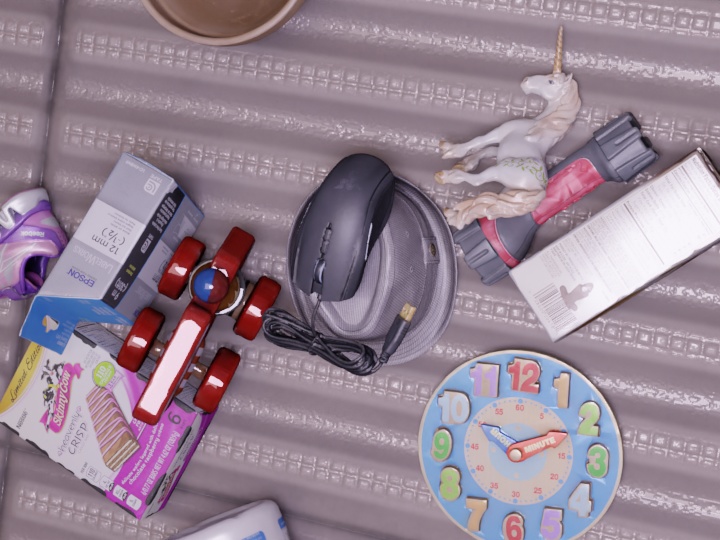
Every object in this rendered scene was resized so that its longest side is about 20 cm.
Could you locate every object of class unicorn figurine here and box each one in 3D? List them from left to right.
[{"bbox_3d":[0.140,-0.113,1.266,0.137,0.074,0.200,-15,51,18],"label":"unicorn figurine"}]

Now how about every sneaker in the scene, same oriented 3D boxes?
[{"bbox_3d":[-0.387,0.004,1.455,0.200,0.080,0.088,-41,89,15],"label":"sneaker"}]

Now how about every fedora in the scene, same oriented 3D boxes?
[{"bbox_3d":[0.000,0.000,1.324,0.177,0.090,0.200,2,95,17],"label":"fedora"}]

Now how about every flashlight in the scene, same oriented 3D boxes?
[{"bbox_3d":[0.183,-0.065,1.275,0.200,0.068,0.068,-34,87,17],"label":"flashlight"}]

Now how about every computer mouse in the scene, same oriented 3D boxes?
[{"bbox_3d":[-0.006,-0.004,1.251,0.140,0.046,0.200,26,92,22],"label":"computer mouse"}]

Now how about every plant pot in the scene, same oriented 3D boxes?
[{"bbox_3d":[-0.122,-0.318,1.340,0.201,0.093,0.201,1,93,17],"label":"plant pot"}]

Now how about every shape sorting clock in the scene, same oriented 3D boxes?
[{"bbox_3d":[0.152,0.175,1.316,0.200,0.039,0.200,1,94,17],"label":"shape sorting clock"}]

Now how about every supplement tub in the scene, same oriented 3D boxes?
[{"bbox_3d":[-0.109,0.342,1.360,0.132,0.132,0.200,-22,86,17],"label":"supplement tub"}]

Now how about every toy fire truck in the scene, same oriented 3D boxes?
[{"bbox_3d":[-0.156,0.051,1.315,0.112,0.168,0.200,29,88,-5],"label":"toy fire truck"}]

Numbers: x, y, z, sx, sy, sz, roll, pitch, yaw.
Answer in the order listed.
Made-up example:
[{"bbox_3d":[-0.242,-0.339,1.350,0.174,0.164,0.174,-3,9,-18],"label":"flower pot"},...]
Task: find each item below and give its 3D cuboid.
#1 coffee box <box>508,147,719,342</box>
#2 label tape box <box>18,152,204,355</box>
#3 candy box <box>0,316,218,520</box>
[{"bbox_3d":[0.246,-0.023,1.235,0.200,0.114,0.080,-34,83,15],"label":"coffee box"},{"bbox_3d":[-0.241,-0.001,1.342,0.066,0.143,0.200,27,81,10],"label":"label tape box"},{"bbox_3d":[-0.268,0.148,1.433,0.200,0.061,0.136,31,101,14],"label":"candy box"}]
